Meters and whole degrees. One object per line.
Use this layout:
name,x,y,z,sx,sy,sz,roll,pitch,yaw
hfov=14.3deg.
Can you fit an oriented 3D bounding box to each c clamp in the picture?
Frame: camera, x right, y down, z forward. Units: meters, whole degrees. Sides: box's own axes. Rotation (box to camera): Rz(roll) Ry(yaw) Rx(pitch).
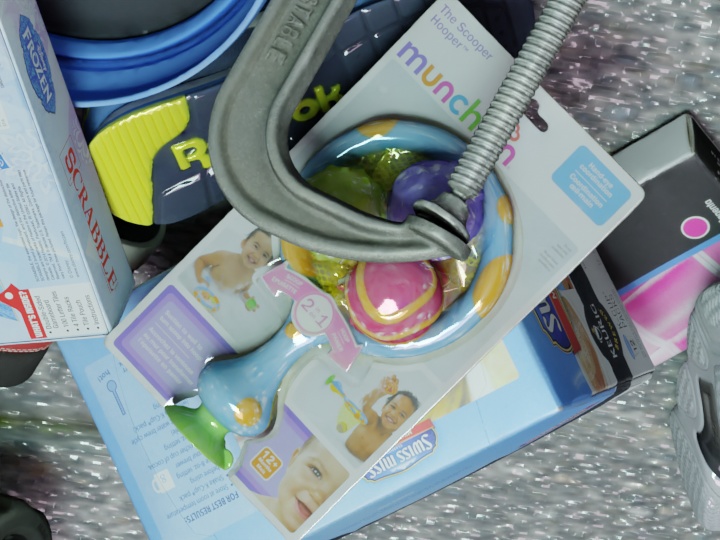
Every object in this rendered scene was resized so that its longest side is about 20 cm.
c clamp,0.041,-0.083,1.096,0.171,0.027,0.200,33,85,16

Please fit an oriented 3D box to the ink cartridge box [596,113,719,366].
ink cartridge box,0.093,0.013,1.310,0.200,0.037,0.095,-29,124,24

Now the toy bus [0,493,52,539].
toy bus,-0.253,0.140,1.292,0.135,0.192,0.200,5,138,34

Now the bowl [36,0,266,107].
bowl,-0.119,-0.163,1.128,0.200,0.039,0.201,8,119,14

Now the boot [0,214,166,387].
boot,-0.206,-0.022,1.262,0.200,0.073,0.144,31,128,-23

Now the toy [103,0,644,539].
toy,0.000,0.000,1.128,0.200,0.047,0.115,-46,81,11

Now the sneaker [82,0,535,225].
sneaker,-0.026,-0.090,1.202,0.200,0.082,0.074,-17,126,-4

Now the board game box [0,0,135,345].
board game box,-0.214,-0.055,1.158,0.199,0.041,0.200,-5,124,17

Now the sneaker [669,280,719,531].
sneaker,0.207,0.050,1.289,0.114,0.076,0.200,-12,155,-8

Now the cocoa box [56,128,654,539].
cocoa box,-0.002,0.037,1.233,0.200,0.131,0.134,-28,83,22
